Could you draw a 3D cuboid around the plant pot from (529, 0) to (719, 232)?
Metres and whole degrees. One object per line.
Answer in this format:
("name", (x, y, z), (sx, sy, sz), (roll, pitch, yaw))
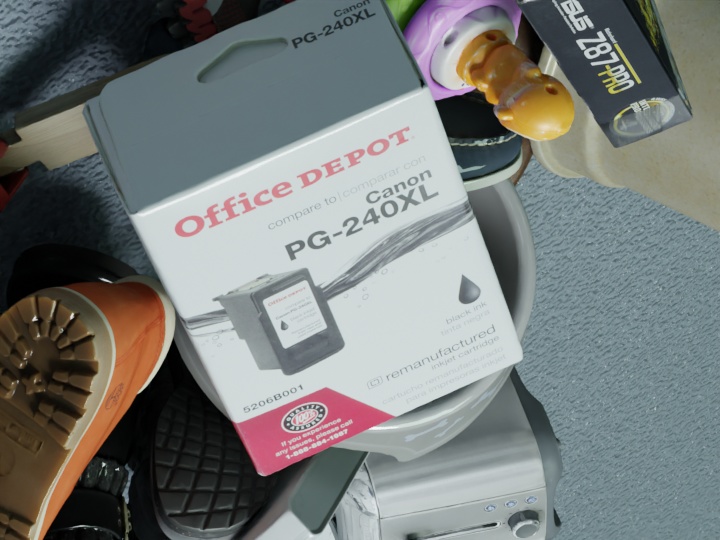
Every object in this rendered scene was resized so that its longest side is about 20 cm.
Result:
("plant pot", (0.228, -0.095, 1.522), (0.200, 0.183, 0.201), (-38, 149, -28))

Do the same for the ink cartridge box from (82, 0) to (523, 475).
("ink cartridge box", (-0.023, -0.017, 1.245), (0.145, 0.084, 0.200), (-24, 138, -1))

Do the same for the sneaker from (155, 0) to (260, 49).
("sneaker", (-0.057, -0.173, 1.218), (0.097, 0.071, 0.201), (-15, 146, -3))

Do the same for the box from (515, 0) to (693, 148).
("box", (0.091, -0.178, 1.275), (0.049, 0.201, 0.161), (-20, 151, 11))

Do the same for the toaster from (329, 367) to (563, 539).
("toaster", (0.031, 0.084, 1.576), (0.129, 0.201, 0.114), (-15, 143, -10))

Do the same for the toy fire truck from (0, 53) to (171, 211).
("toy fire truck", (-0.183, -0.050, 1.225), (0.200, 0.128, 0.176), (-55, 159, -17))

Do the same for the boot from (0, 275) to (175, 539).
("boot", (-0.156, 0.086, 1.298), (0.200, 0.075, 0.107), (-56, 169, 24))

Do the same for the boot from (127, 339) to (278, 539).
("boot", (-0.091, 0.112, 1.458), (0.069, 0.200, 0.132), (15, 124, -9))

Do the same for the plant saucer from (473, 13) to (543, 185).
("plant saucer", (0.035, -0.060, 1.524), (0.200, 0.037, 0.201), (-29, 148, -20))

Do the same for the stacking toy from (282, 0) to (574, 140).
("stacking toy", (0.037, -0.126, 1.275), (0.116, 0.200, 0.110), (-13, 139, -38))

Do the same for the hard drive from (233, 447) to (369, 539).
("hard drive", (-0.082, 0.166, 1.442), (0.200, 0.026, 0.132), (-42, -175, 23))

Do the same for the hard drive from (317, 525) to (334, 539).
("hard drive", (-0.008, 0.143, 1.735), (0.200, 0.038, 0.140), (-5, 134, -48))

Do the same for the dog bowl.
("dog bowl", (0.000, 0.000, 1.395), (0.200, 0.201, 0.059), (-31, 177, -18))

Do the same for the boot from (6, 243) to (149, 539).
("boot", (-0.151, 0.103, 1.384), (0.079, 0.158, 0.212), (6, 142, 3))

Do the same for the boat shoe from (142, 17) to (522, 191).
("boat shoe", (-0.012, -0.087, 1.338), (0.199, 0.075, 0.062), (10, 123, -6))
